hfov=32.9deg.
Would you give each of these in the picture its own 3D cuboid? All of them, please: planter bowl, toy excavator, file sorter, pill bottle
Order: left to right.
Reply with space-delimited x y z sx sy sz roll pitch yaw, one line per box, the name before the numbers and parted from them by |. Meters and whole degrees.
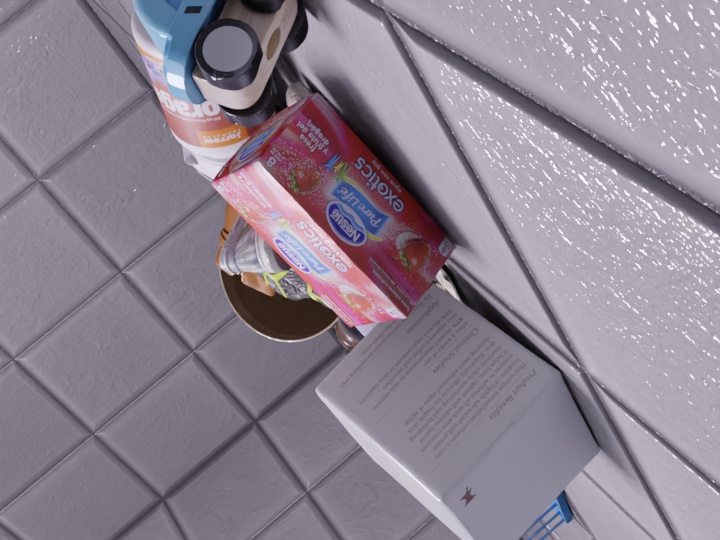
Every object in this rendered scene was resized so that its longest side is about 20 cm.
toy excavator | -0.136 -0.233 0.934 0.199 0.195 0.100 21 169 9
pill bottle | -0.145 -0.185 1.197 0.112 0.112 0.200 47 164 32
planter bowl | -0.067 -0.015 1.589 0.200 0.200 0.135 49 -159 13
file sorter | 0.218 0.334 1.825 0.139 0.123 0.200 48 175 30

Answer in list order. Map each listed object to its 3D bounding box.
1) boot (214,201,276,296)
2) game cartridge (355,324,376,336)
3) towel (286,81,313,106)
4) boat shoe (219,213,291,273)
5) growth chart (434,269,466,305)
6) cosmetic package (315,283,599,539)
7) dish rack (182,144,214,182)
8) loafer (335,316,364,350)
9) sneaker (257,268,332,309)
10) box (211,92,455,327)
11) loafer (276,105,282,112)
boot | -0.081 -0.033 1.489 0.200 0.155 0.074 32 -158 21
game cartridge | 0.000 0.000 1.353 0.200 0.041 0.133 53 -151 -6
towel | -0.009 -0.090 1.234 0.133 0.034 0.200 47 167 33
boat shoe | -0.089 -0.064 1.223 0.202 0.065 0.075 -78 -26 -52
growth chart | 0.075 0.004 1.332 0.145 0.018 0.200 46 172 46
cosmetic package | 0.098 0.150 1.223 0.200 0.167 0.166 37 168 40
dish rack | -0.166 -0.183 1.369 0.172 0.043 0.201 32 131 57
loafer | 0.041 0.089 1.435 0.200 0.071 0.073 14 -140 -44
sneaker | -0.051 -0.014 1.260 0.200 0.076 0.075 20 152 41
box | -0.023 -0.050 1.111 0.200 0.096 0.100 47 151 -18
loafer | -0.103 -0.167 1.457 0.200 0.073 0.072 43 -155 15
